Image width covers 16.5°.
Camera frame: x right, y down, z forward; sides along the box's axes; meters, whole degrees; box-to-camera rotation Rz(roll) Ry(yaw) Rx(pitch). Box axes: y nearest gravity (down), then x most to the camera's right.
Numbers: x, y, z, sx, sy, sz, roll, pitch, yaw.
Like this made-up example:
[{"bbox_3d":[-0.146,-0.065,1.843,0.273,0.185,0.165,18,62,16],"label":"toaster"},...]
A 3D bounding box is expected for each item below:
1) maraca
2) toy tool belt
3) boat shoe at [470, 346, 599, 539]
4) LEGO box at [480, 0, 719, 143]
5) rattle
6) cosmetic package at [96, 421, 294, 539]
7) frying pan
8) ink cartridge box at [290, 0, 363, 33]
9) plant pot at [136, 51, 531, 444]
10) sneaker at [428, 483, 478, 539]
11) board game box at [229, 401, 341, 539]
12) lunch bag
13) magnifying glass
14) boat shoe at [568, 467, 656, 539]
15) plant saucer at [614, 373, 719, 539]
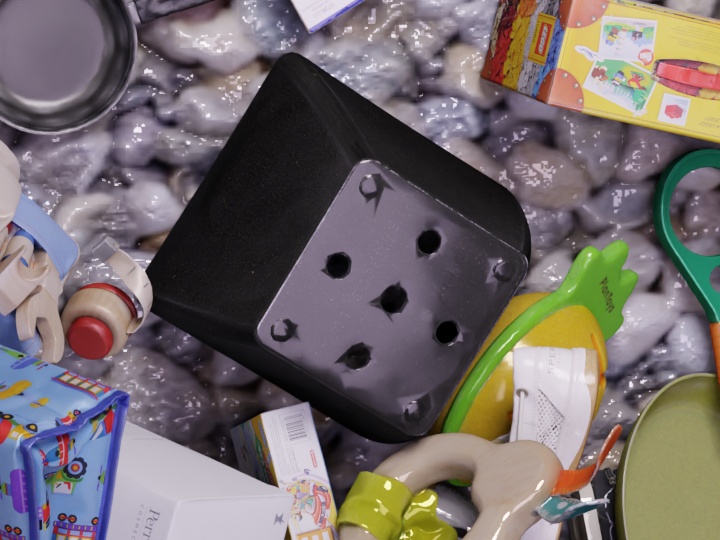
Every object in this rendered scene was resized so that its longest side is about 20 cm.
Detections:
[{"bbox_3d":[0.121,0.065,1.696,0.107,0.137,0.200,36,77,25],"label":"maraca"},{"bbox_3d":[-0.237,0.012,1.576,0.200,0.123,0.125,42,126,-17],"label":"toy tool belt"},{"bbox_3d":[0.102,0.134,1.617,0.069,0.071,0.201,11,115,-2],"label":"boat shoe"},{"bbox_3d":[0.200,-0.136,1.654,0.199,0.149,0.078,11,98,-16],"label":"LEGO box"},{"bbox_3d":[0.095,0.174,1.554,0.199,0.130,0.143,-20,115,17],"label":"rattle"},{"bbox_3d":[-0.172,0.206,1.584,0.123,0.199,0.200,3,103,-55],"label":"cosmetic package"},{"bbox_3d":[-0.174,-0.171,1.609,0.190,0.031,0.115,-43,109,-6],"label":"frying pan"},{"bbox_3d":[-0.046,-0.264,1.622,0.094,0.037,0.200,-32,105,-7],"label":"ink cartridge box"},{"bbox_3d":[0.000,0.000,1.615,0.199,0.177,0.200,32,91,-19],"label":"plant pot"},{"bbox_3d":[0.098,0.229,1.704,0.199,0.088,0.076,26,131,7],"label":"sneaker"},{"bbox_3d":[-0.037,0.193,1.636,0.034,0.134,0.201,-13,84,-13],"label":"board game box"},{"bbox_3d":[-0.227,0.154,1.506,0.094,0.150,0.201,-28,128,-51],"label":"lunch bag"},{"bbox_3d":[0.253,0.014,1.749,0.079,0.022,0.201,-11,92,-17],"label":"magnifying glass"},{"bbox_3d":[0.195,0.237,1.771,0.067,0.072,0.201,-11,101,-12],"label":"boat shoe"},{"bbox_3d":[0.241,0.173,1.749,0.199,0.031,0.201,12,73,-40],"label":"plant saucer"}]
